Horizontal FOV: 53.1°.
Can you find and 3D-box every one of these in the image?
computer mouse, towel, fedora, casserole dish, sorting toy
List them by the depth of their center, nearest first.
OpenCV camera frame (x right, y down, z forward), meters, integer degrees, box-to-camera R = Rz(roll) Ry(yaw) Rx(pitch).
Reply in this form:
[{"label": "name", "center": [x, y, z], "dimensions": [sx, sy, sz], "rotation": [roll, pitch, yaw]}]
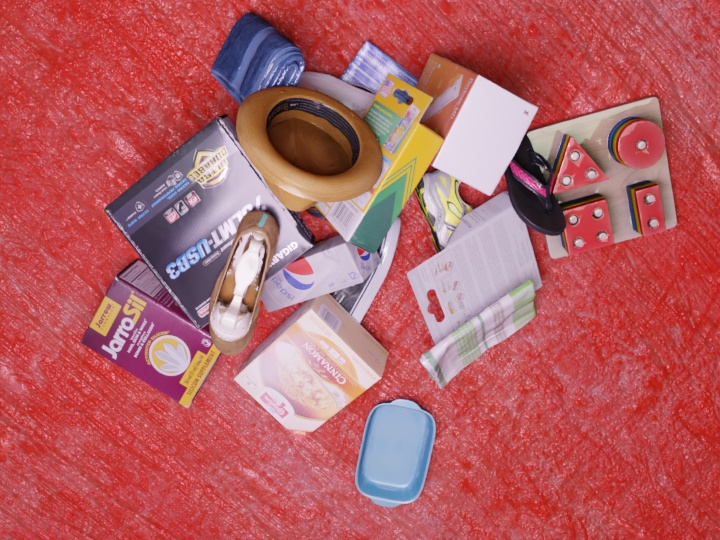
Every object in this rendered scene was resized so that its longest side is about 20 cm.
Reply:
[{"label": "fedora", "center": [-0.067, -0.137, 0.873], "dimensions": [0.197, 0.202, 0.082], "rotation": [24, 134, -5]}, {"label": "towel", "center": [-0.142, -0.279, 0.981], "dimensions": [0.048, 0.200, 0.113], "rotation": [19, 111, -36]}, {"label": "computer mouse", "center": [-0.064, -0.253, 1.044], "dimensions": [0.196, 0.044, 0.112], "rotation": [16, 99, 8]}, {"label": "sorting toy", "center": [0.364, -0.131, 1.068], "dimensions": [0.196, 0.070, 0.203], "rotation": [-14, 105, 7]}, {"label": "towel", "center": [0.007, -0.218, 1.082], "dimensions": [0.144, 0.024, 0.201], "rotation": [35, 104, -8]}, {"label": "towel", "center": [0.184, 0.101, 1.092], "dimensions": [0.198, 0.149, 0.031], "rotation": [-35, 67, 0]}, {"label": "casserole dish", "center": [0.059, 0.304, 1.221], "dimensions": [0.118, 0.039, 0.204], "rotation": [11, 105, 0]}]

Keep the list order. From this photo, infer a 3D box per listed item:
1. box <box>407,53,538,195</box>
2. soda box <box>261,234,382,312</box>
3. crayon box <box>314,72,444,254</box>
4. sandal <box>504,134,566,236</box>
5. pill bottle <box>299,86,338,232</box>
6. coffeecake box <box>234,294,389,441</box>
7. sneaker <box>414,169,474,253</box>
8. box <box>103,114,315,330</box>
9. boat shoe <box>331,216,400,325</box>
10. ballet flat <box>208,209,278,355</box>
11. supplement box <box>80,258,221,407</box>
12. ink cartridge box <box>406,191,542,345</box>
[{"label": "box", "center": [0.135, -0.204, 0.980], "dimensions": [0.096, 0.201, 0.126], "rotation": [21, 107, -21]}, {"label": "soda box", "center": [-0.069, 0.000, 1.082], "dimensions": [0.197, 0.068, 0.064], "rotation": [-18, 106, 36]}, {"label": "crayon box", "center": [0.027, -0.139, 0.927], "dimensions": [0.051, 0.126, 0.202], "rotation": [23, 104, -34]}, {"label": "sandal", "center": [0.240, -0.143, 1.028], "dimensions": [0.074, 0.045, 0.203], "rotation": [-10, 71, -27]}, {"label": "pill bottle", "center": [-0.058, -0.149, 1.024], "dimensions": [0.105, 0.107, 0.201], "rotation": [-27, 126, 9]}, {"label": "coffeecake box", "center": [-0.078, 0.152, 1.141], "dimensions": [0.153, 0.073, 0.200], "rotation": [44, 118, -10]}, {"label": "sneaker", "center": [0.147, -0.058, 1.097], "dimensions": [0.075, 0.076, 0.203], "rotation": [-22, 110, -2]}, {"label": "box", "center": [-0.191, -0.060, 0.927], "dimensions": [0.198, 0.050, 0.200], "rotation": [-33, 101, 12]}, {"label": "boat shoe", "center": [0.000, 0.000, 1.118], "dimensions": [0.070, 0.072, 0.203], "rotation": [21, 108, -8]}, {"label": "ballet flat", "center": [-0.148, 0.025, 0.889], "dimensions": [0.067, 0.073, 0.203], "rotation": [20, 107, -7]}, {"label": "supplement box", "center": [-0.314, 0.098, 1.143], "dimensions": [0.198, 0.103, 0.132], "rotation": [32, 106, -6]}, {"label": "ink cartridge box", "center": [0.167, 0.002, 1.075], "dimensions": [0.197, 0.057, 0.164], "rotation": [-29, 123, -5]}]
